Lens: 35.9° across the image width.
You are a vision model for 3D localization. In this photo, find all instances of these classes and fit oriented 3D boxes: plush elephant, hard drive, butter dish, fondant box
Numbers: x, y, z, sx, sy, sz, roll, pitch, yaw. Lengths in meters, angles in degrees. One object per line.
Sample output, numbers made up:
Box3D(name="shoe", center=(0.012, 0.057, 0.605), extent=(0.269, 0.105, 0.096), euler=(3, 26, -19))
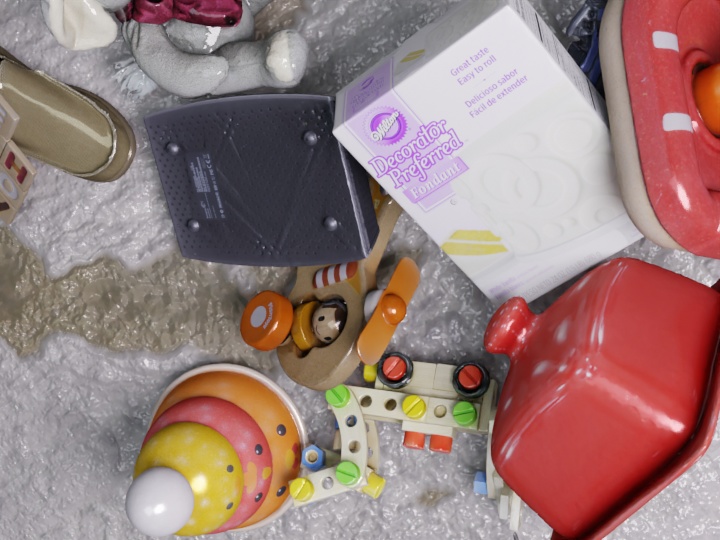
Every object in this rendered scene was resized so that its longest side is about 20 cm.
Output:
Box3D(name="plush elephant", center=(-0.149, -0.214, 0.834), extent=(0.199, 0.155, 0.166), euler=(-16, 50, 28))
Box3D(name="hard drive", center=(-0.076, -0.072, 0.858), extent=(0.199, 0.042, 0.136), euler=(1, 112, 39))
Box3D(name="butter dish", center=(0.152, 0.073, 0.765), extent=(0.147, 0.200, 0.200), euler=(34, 134, 0))
Box3D(name="fondant box", center=(0.098, -0.078, 0.755), extent=(0.144, 0.058, 0.200), euler=(-32, 119, 25))

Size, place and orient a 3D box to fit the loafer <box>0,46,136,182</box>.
Box3D(name="loafer", center=(-0.281, -0.134, 0.925), extent=(0.199, 0.067, 0.076), euler=(28, 103, 8))

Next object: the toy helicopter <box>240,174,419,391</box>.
Box3D(name="toy helicopter", center=(0.000, 0.000, 0.868), extent=(0.132, 0.079, 0.201), euler=(20, 82, 50))

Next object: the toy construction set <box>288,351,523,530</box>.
Box3D(name="toy construction set", center=(0.049, 0.137, 0.882), extent=(0.198, 0.092, 0.132), euler=(10, 75, 2))

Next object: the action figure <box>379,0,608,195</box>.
Box3D(name="action figure", center=(0.122, -0.125, 0.816), extent=(0.192, 0.105, 0.201), euler=(3, 125, -12))

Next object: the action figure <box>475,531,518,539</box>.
Box3D(name="action figure", center=(0.137, 0.316, 0.888), extent=(0.118, 0.102, 0.202), euler=(-16, 68, 21))

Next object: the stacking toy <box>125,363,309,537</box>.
Box3D(name="stacking toy", center=(-0.129, 0.163, 0.866), extent=(0.145, 0.200, 0.147), euler=(2, 99, 11))

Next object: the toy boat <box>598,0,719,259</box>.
Box3D(name="toy boat", center=(0.234, -0.113, 0.698), extent=(0.130, 0.130, 0.202), euler=(-17, 74, 43))

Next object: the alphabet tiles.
Box3D(name="alphabet tiles", center=(-0.342, -0.135, 0.915), extent=(0.200, 0.008, 0.167), euler=(51, 143, 0))
